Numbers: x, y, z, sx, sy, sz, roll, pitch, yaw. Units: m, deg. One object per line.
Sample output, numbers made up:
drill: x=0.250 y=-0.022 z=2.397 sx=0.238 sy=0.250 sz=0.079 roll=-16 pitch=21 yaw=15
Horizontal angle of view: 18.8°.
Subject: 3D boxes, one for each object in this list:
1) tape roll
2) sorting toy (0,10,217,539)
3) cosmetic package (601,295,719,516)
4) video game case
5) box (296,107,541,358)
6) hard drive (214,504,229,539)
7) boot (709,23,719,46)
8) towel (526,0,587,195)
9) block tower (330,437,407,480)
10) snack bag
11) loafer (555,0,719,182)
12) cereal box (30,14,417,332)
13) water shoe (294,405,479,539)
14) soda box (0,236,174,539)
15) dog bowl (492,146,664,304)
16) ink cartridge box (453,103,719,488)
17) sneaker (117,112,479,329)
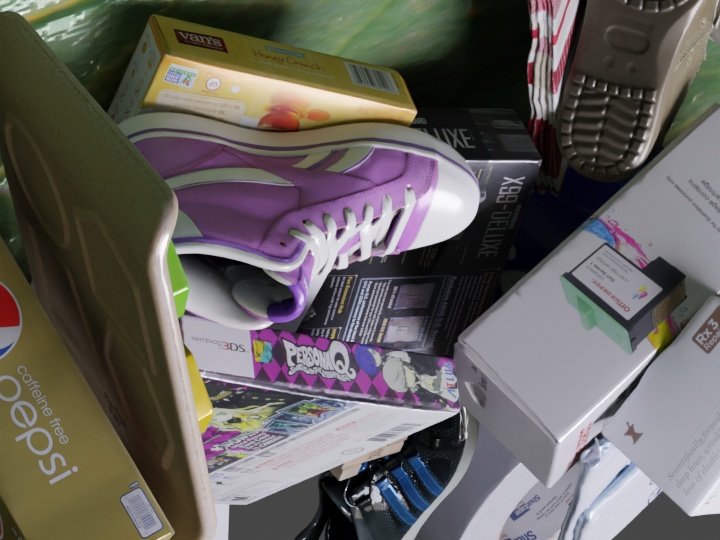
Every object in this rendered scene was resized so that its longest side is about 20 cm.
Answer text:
tape roll: x=0.123 y=0.155 z=1.630 sx=0.200 sy=0.066 sz=0.201 roll=-32 pitch=148 yaw=-23
sorting toy: x=-0.115 y=0.004 z=0.990 sx=0.036 sy=0.185 sz=0.201 roll=-21 pitch=133 yaw=-22
cosmetic package: x=0.223 y=0.078 z=1.225 sx=0.102 sy=0.074 sz=0.200 roll=-53 pitch=157 yaw=15
video game case: x=-0.077 y=0.080 z=1.172 sx=0.180 sy=0.036 sz=0.200 roll=10 pitch=155 yaw=-37
box: x=0.000 y=0.000 z=1.236 sx=0.156 sy=0.050 sz=0.201 roll=-2 pitch=131 yaw=-22
hard drive: x=-0.168 y=0.182 z=1.336 sx=0.199 sy=0.025 sz=0.132 roll=-29 pitch=147 yaw=-26
boot: x=0.223 y=-0.179 z=1.246 sx=0.072 sy=0.155 sz=0.200 roll=-37 pitch=147 yaw=-9
towel: x=0.119 y=-0.154 z=1.220 sx=0.201 sy=0.023 sz=0.145 roll=81 pitch=26 yaw=-56
block tower: x=0.020 y=0.037 z=1.363 sx=0.058 sy=0.054 sz=0.201 roll=-13 pitch=138 yaw=-41
snack bag: x=0.196 y=0.093 z=1.324 sx=0.188 sy=0.021 sz=0.200 roll=-39 pitch=161 yaw=-17
loafer: x=0.161 y=-0.148 z=1.197 sx=0.201 sy=0.076 sz=0.067 roll=-68 pitch=165 yaw=13
cereal box: x=-0.076 y=-0.028 z=1.117 sx=0.143 sy=0.040 sz=0.201 roll=9 pitch=127 yaw=-28
water shoe: x=0.017 y=0.139 z=1.470 sx=0.079 sy=0.072 sz=0.201 roll=-13 pitch=137 yaw=-40
soda box: x=-0.167 y=0.058 z=1.000 sx=0.064 sy=0.201 sz=0.068 roll=-26 pitch=168 yaw=-25
dog bowl: x=0.147 y=0.002 z=1.455 sx=0.199 sy=0.079 sz=0.201 roll=-32 pitch=148 yaw=-23
ink cartridge box: x=0.151 y=0.019 z=1.230 sx=0.200 sy=0.084 sz=0.145 roll=-42 pitch=167 yaw=-8
sneaker: x=-0.022 y=-0.012 z=1.045 sx=0.199 sy=0.115 sz=0.073 roll=0 pitch=130 yaw=-24
